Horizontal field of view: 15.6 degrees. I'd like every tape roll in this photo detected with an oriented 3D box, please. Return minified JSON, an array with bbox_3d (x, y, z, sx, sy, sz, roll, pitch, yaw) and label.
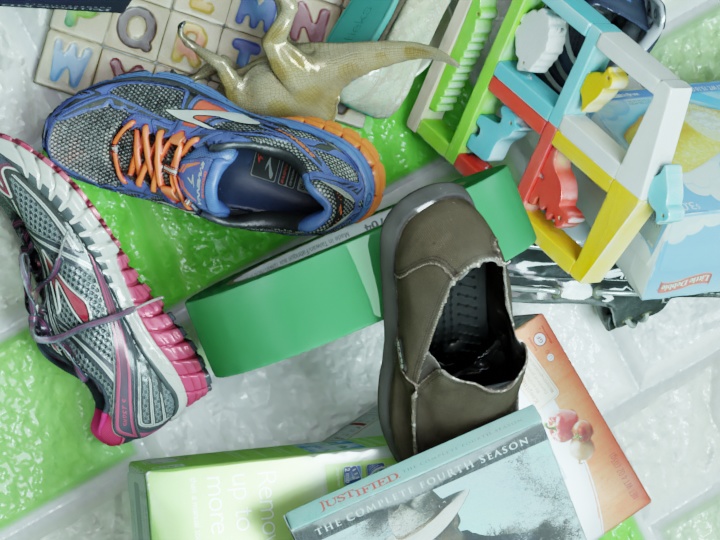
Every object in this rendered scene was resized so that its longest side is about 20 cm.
[{"bbox_3d":[0.000,0.000,1.484,0.199,0.200,0.048,-24,94,-14],"label":"tape roll"}]

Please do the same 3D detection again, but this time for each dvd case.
[{"bbox_3d":[0.058,0.179,1.405,0.145,0.022,0.201,-23,121,-2],"label":"dvd case"}]

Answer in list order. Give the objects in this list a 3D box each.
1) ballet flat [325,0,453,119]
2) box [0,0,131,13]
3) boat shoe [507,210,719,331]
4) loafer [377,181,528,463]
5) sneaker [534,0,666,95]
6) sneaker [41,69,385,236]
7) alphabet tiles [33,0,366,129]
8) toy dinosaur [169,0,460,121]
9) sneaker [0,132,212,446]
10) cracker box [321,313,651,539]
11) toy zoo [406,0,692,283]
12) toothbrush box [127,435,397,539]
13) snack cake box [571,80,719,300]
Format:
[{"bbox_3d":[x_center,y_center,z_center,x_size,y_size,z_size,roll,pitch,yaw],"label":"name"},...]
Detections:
[{"bbox_3d":[0.042,-0.181,1.577,0.062,0.067,0.201,38,81,-41],"label":"ballet flat"},{"bbox_3d":[-0.189,-0.209,1.444,0.147,0.200,0.105,2,86,-9],"label":"box"},{"bbox_3d":[0.156,0.001,1.598,0.198,0.072,0.072,8,101,-9],"label":"boat shoe"},{"bbox_3d":[0.050,0.054,1.375,0.073,0.071,0.201,-23,128,-16],"label":"loafer"},{"bbox_3d":[0.147,-0.194,1.576,0.070,0.108,0.202,15,84,-13],"label":"sneaker"},{"bbox_3d":[-0.087,-0.064,1.486,0.198,0.078,0.076,9,108,11],"label":"sneaker"},{"bbox_3d":[-0.078,-0.162,1.572,0.199,0.008,0.168,17,83,-12],"label":"alphabet tiles"},{"bbox_3d":[-0.041,-0.120,1.530,0.199,0.058,0.102,-24,99,19],"label":"toy dinosaur"},{"bbox_3d":[-0.167,0.008,1.505,0.074,0.081,0.201,-36,96,-11],"label":"sneaker"},{"bbox_3d":[0.055,0.134,1.565,0.199,0.058,0.135,-33,95,-12],"label":"cracker box"},{"bbox_3d":[0.114,-0.085,1.509,0.020,0.200,0.132,-4,128,-43],"label":"toy zoo"},{"bbox_3d":[-0.023,0.171,1.473,0.198,0.086,0.147,-4,90,-13],"label":"toothbrush box"},{"bbox_3d":[0.231,-0.053,1.563,0.199,0.115,0.068,-7,133,-27],"label":"snack cake box"}]
